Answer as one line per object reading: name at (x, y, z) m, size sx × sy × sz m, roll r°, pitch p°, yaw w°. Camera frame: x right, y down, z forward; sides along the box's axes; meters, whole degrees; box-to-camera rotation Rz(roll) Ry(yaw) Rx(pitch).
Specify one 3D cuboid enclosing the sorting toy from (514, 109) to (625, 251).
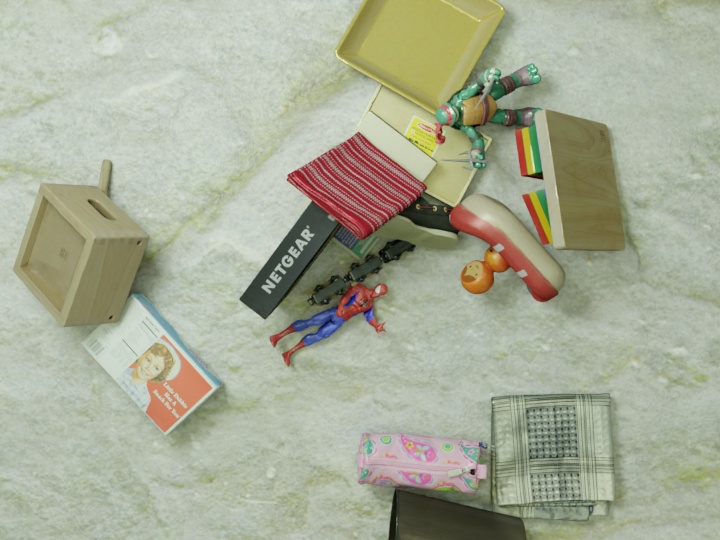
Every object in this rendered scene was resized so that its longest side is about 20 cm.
sorting toy at (0.309, -0.124, 1.469) m, size 0.069 × 0.200 × 0.199 m, roll -12°, pitch 82°, yaw 39°

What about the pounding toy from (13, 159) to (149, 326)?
pounding toy at (-0.419, -0.049, 1.506) m, size 0.200 × 0.142 × 0.184 m, roll 39°, pitch 114°, yaw 32°

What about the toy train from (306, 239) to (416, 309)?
toy train at (0.000, 0.000, 1.521) m, size 0.200 × 0.046 × 0.034 m, roll -32°, pitch 94°, yaw -18°

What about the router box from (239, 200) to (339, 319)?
router box at (-0.087, -0.035, 1.471) m, size 0.052 × 0.157 × 0.200 m, roll 38°, pitch 107°, yaw 0°

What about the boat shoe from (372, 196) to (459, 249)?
boat shoe at (0.068, -0.081, 1.487) m, size 0.201 × 0.074 × 0.063 m, roll 11°, pitch 69°, yaw -38°

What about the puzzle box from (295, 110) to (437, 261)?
puzzle box at (0.008, -0.130, 1.531) m, size 0.133 × 0.025 × 0.200 m, roll 38°, pitch 104°, yaw -1°

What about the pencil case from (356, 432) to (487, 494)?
pencil case at (0.094, 0.299, 1.527) m, size 0.199 × 0.087 × 0.088 m, roll 5°, pitch 91°, yaw 3°

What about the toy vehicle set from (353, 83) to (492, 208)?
toy vehicle set at (0.092, -0.197, 1.545) m, size 0.200 × 0.027 × 0.124 m, roll 29°, pitch 92°, yaw 2°

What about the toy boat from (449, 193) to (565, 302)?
toy boat at (0.204, -0.018, 1.487) m, size 0.131 × 0.131 × 0.200 m, roll -42°, pitch 99°, yaw 8°

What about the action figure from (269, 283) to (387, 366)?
action figure at (-0.038, 0.086, 1.522) m, size 0.200 × 0.099 × 0.065 m, roll -33°, pitch 116°, yaw 1°

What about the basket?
basket at (0.145, 0.427, 1.506) m, size 0.199 × 0.136 × 0.181 m, roll 4°, pitch 106°, yaw -2°

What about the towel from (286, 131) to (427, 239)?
towel at (-0.001, -0.126, 1.414) m, size 0.145 × 0.200 × 0.023 m, roll 39°, pitch 129°, yaw 9°

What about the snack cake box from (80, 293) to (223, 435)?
snack cake box at (-0.326, 0.146, 1.551) m, size 0.115 × 0.067 × 0.200 m, roll -42°, pitch 89°, yaw 1°

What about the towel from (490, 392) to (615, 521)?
towel at (0.300, 0.294, 1.542) m, size 0.192 × 0.035 × 0.201 m, roll -1°, pitch 92°, yaw 2°

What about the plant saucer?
plant saucer at (0.091, -0.364, 1.527) m, size 0.200 × 0.048 × 0.200 m, roll 30°, pitch 87°, yaw 2°

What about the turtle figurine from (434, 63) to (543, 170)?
turtle figurine at (0.183, -0.241, 1.473) m, size 0.200 × 0.101 × 0.150 m, roll -21°, pitch 131°, yaw -30°
